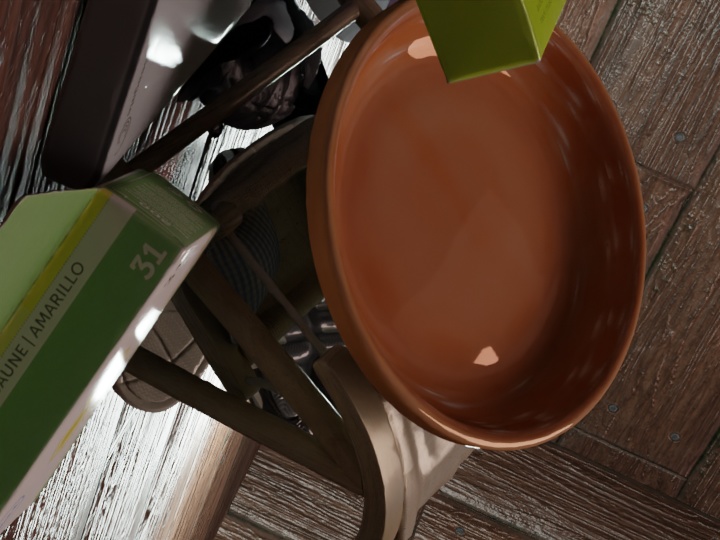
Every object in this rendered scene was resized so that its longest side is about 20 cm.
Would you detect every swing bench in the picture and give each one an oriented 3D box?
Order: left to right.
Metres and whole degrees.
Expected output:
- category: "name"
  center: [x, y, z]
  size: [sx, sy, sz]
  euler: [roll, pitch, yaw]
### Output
- category: "swing bench"
  center: [0.000, 0.000, 0.867]
  size: [0.199, 0.199, 0.130]
  euler: [-42, 163, -39]

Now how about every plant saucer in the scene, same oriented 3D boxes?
- category: "plant saucer"
  center: [0.048, -0.022, 0.788]
  size: [0.037, 0.200, 0.201]
  euler: [-10, -133, 48]

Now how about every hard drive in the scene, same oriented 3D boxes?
- category: "hard drive"
  center: [-0.067, -0.130, 0.736]
  size: [0.200, 0.026, 0.133]
  euler: [-63, 176, -60]

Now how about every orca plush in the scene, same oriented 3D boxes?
- category: "orca plush"
  center: [-0.040, -0.114, 0.999]
  size: [0.200, 0.071, 0.106]
  euler: [36, 78, -88]

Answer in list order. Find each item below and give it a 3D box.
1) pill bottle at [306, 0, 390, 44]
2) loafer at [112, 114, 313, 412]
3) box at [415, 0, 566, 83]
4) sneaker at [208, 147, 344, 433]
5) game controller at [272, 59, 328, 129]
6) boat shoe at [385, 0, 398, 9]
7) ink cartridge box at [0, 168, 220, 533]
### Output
- category: "pill bottle"
  center: [0.061, -0.205, 1.003]
  size: [0.199, 0.113, 0.113]
  euler: [-26, -160, 29]
- category: "loafer"
  center: [-0.084, -0.010, 1.051]
  size: [0.201, 0.072, 0.063]
  euler: [-53, -159, -9]
- category: "box"
  center: [0.031, -0.190, 0.689]
  size: [0.201, 0.047, 0.122]
  euler: [67, 28, -27]
- category: "sneaker"
  center: [-0.066, 0.033, 1.134]
  size: [0.116, 0.074, 0.202]
  euler: [-52, -137, 50]
- category: "game controller"
  center: [-0.017, -0.060, 1.126]
  size: [0.104, 0.042, 0.202]
  euler: [122, -50, -66]
- category: "boat shoe"
  center: [0.040, -0.117, 0.944]
  size: [0.065, 0.074, 0.201]
  euler: [-30, 157, -16]
- category: "ink cartridge box"
  center: [-0.120, 0.037, 0.651]
  size: [0.146, 0.048, 0.200]
  euler: [-55, -178, 7]
